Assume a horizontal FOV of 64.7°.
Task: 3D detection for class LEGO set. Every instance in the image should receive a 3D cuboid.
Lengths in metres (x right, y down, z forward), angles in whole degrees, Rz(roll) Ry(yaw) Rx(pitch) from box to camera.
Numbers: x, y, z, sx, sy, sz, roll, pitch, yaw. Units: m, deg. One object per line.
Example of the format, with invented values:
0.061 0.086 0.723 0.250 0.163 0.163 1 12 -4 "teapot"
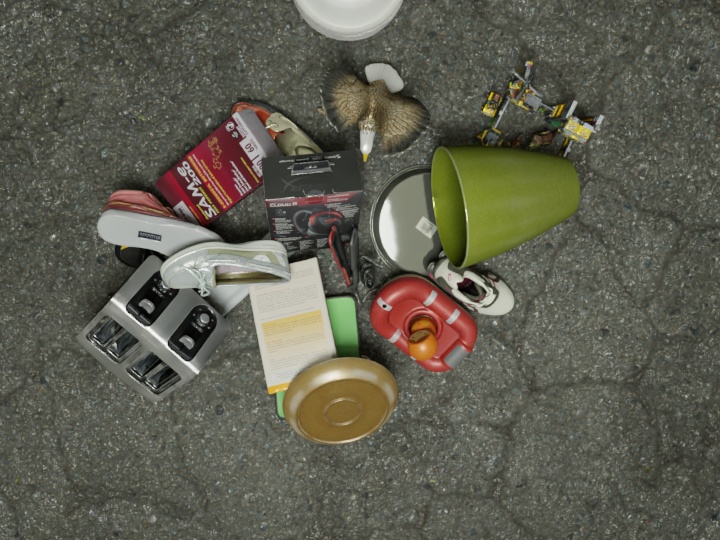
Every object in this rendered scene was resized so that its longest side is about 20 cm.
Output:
0.295 -0.227 0.933 0.198 0.116 0.155 33 98 -8 "LEGO set"

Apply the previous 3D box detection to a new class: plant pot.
0.229 -0.114 0.886 0.195 0.187 0.191 -11 102 -5 "plant pot"
-0.031 0.226 0.939 0.195 0.028 0.203 -5 126 -7 "plant pot"

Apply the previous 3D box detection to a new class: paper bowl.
-0.019 -0.472 0.880 0.196 0.104 0.206 0 102 -2 "paper bowl"

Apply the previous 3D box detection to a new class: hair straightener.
0.000 0.000 0.950 0.075 0.042 0.202 6 144 14 "hair straightener"

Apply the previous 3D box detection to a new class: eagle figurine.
0.017 -0.243 0.874 0.149 0.200 0.153 -24 99 0 "eagle figurine"

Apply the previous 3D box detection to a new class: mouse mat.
-0.076 0.150 0.993 0.157 0.008 0.205 -5 80 0 "mouse mat"

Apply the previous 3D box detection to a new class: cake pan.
0.114 -0.081 0.995 0.195 0.037 0.205 -1 101 -2 "cake pan"

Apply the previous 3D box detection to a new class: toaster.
-0.344 0.100 0.938 0.181 0.119 0.199 46 130 -16 "toaster"

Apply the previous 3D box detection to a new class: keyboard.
-0.197 0.001 1.013 0.199 0.011 0.056 -41 95 5 "keyboard"

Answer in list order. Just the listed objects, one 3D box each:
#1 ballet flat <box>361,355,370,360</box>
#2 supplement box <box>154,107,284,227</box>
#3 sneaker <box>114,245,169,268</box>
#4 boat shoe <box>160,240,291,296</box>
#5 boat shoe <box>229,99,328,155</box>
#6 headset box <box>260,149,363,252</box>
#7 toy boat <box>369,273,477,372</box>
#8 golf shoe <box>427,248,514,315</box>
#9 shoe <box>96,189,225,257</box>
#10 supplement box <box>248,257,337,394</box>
-0.073 0.182 1.024 0.195 0.070 0.071 -1 101 0 "ballet flat"
-0.227 -0.158 0.924 0.198 0.061 0.110 -32 101 24 "supplement box"
-0.323 -0.024 0.959 0.195 0.090 0.072 9 101 -4 "sneaker"
-0.208 0.001 0.888 0.198 0.066 0.075 -6 146 -20 "boat shoe"
-0.132 -0.218 0.945 0.198 0.063 0.072 34 100 -7 "boat shoe"
-0.075 -0.108 0.890 0.145 0.201 0.077 -7 67 -7 "headset box"
0.106 0.104 0.974 0.199 0.131 0.131 37 113 -9 "toy boat"
0.201 0.040 0.981 0.198 0.088 0.078 26 107 -29 "golf shoe"
-0.310 -0.073 0.912 0.196 0.092 0.072 14 124 -20 "shoe"
-0.111 0.093 0.962 0.123 0.074 0.205 -12 82 -2 "supplement box"
